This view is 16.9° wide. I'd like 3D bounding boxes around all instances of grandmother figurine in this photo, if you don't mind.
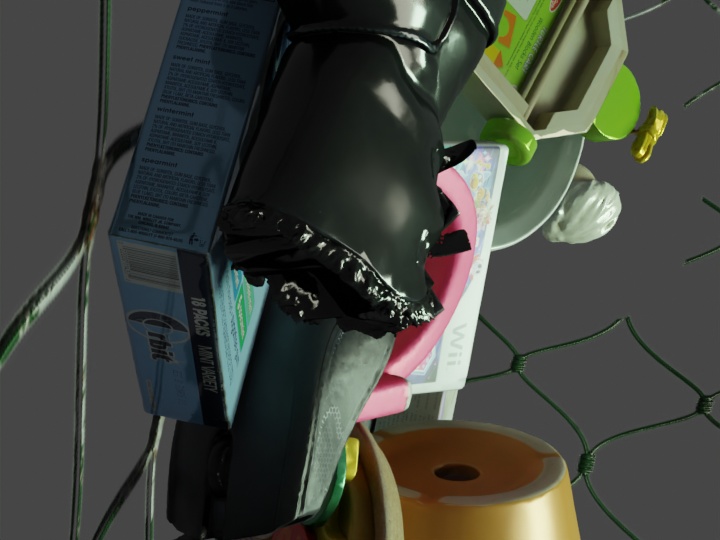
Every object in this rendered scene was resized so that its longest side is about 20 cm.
[{"bbox_3d":[0.080,-0.087,1.550,0.061,0.200,0.121,-53,175,10],"label":"grandmother figurine"}]

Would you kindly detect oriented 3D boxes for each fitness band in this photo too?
[{"bbox_3d":[-0.009,0.007,1.242,0.200,0.037,0.144,-6,111,-51],"label":"fitness band"}]

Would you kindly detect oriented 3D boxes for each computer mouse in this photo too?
[{"bbox_3d":[-0.043,0.067,1.102,0.053,0.138,0.200,46,51,-37],"label":"computer mouse"}]

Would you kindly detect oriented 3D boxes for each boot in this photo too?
[{"bbox_3d":[-0.018,-0.078,0.940,0.198,0.073,0.163,41,59,-44],"label":"boot"}]

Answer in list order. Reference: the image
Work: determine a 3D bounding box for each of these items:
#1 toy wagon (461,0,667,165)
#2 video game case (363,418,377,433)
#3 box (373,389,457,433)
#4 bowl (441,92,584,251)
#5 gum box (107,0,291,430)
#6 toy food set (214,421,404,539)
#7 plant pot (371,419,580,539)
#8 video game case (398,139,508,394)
[{"bbox_3d":[0.104,-0.135,1.397,0.200,0.040,0.155,46,59,-31],"label":"toy wagon"},{"bbox_3d":[0.009,0.085,1.473,0.200,0.018,0.143,9,97,-76],"label":"video game case"},{"bbox_3d":[0.034,0.079,1.441,0.039,0.041,0.200,-48,150,-61],"label":"box"},{"bbox_3d":[0.035,-0.108,1.418,0.201,0.090,0.201,2,87,-42],"label":"bowl"},{"bbox_3d":[-0.056,-0.057,1.049,0.170,0.044,0.200,89,14,-63],"label":"gum box"},{"bbox_3d":[-0.036,0.165,1.306,0.200,0.049,0.198,-15,-113,64],"label":"toy food set"},{"bbox_3d":[0.050,0.191,1.369,0.200,0.200,0.184,-63,157,-70],"label":"plant pot"},{"bbox_3d":[0.000,0.000,1.297,0.200,0.018,0.143,-3,106,-49],"label":"video game case"}]
